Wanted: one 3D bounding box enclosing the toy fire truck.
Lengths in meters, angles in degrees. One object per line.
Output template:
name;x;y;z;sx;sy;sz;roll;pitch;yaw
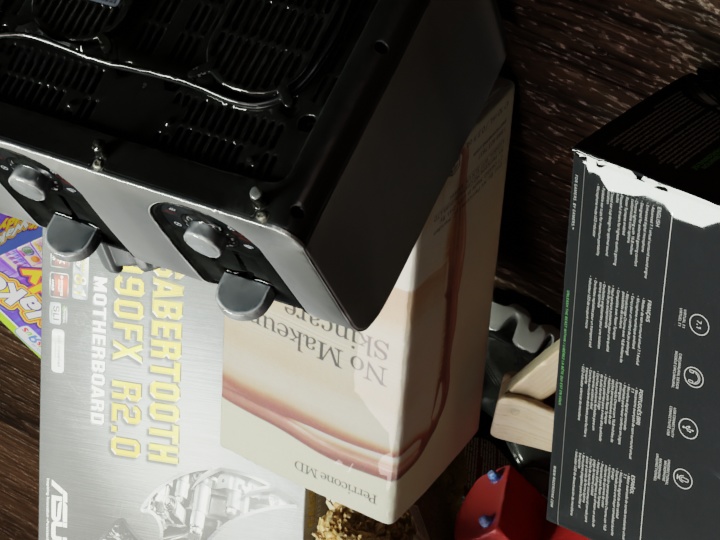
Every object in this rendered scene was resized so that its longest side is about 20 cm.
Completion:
toy fire truck;0.109;0.080;1.332;0.199;0.049;0.141;-26;121;32

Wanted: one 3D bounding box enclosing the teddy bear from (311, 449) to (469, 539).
teddy bear;0.009;0.135;1.399;0.067;0.201;0.145;-28;131;19

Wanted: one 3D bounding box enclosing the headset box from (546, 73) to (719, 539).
headset box;0.181;0.043;1.108;0.199;0.093;0.175;22;126;32

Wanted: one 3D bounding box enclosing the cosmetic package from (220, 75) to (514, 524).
cosmetic package;0.000;0.000;1.295;0.103;0.087;0.201;21;132;23

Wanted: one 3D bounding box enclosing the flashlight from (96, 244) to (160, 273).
flashlight;-0.124;-0.100;1.340;0.068;0.068;0.201;1;118;45

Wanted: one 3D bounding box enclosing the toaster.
toaster;-0.053;-0.090;1.162;0.180;0.201;0.119;17;158;22

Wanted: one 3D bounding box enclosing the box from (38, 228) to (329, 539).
box;-0.089;0.075;1.516;0.158;0.201;0.048;8;-165;22

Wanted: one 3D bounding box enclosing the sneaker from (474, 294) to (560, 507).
sneaker;0.119;0.092;1.420;0.199;0.091;0.067;28;160;19

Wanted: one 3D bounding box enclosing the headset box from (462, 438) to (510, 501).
headset box;-0.003;0.122;1.610;0.148;0.077;0.200;-26;126;27

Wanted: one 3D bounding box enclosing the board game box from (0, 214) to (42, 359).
board game box;-0.111;0.029;1.631;0.134;0.045;0.200;-22;126;33
